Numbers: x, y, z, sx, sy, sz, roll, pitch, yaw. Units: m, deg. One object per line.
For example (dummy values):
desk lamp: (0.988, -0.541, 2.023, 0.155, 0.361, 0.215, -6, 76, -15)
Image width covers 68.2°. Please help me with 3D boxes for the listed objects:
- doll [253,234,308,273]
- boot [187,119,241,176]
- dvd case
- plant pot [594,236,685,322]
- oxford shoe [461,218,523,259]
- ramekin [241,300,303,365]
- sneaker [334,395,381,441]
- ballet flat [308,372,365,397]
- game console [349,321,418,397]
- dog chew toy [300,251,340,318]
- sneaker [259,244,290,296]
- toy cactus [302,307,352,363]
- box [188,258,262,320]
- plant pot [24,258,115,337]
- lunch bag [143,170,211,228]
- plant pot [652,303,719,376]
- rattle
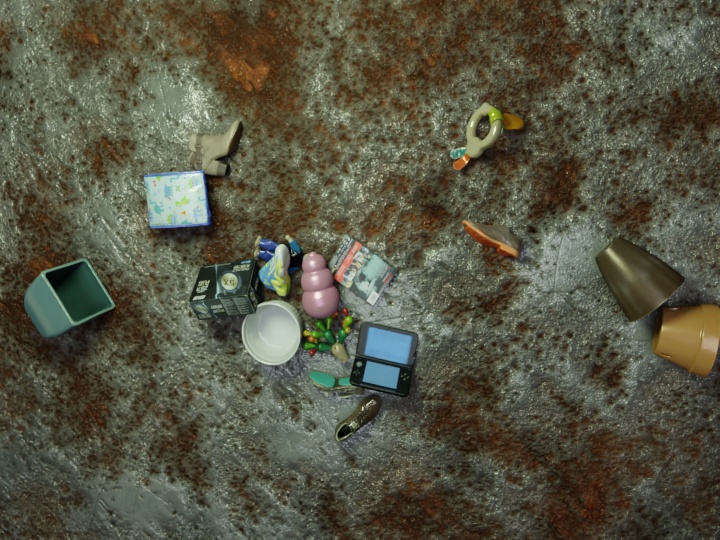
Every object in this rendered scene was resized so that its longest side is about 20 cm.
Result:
doll: (-0.243, -0.055, 1.714, 0.194, 0.049, 0.140, 16, 120, 3)
boot: (-0.468, -0.400, 1.685, 0.143, 0.070, 0.205, 23, 101, 6)
dvd case: (0.000, 0.000, 1.707, 0.198, 0.022, 0.148, 34, 102, 3)
plant pot: (0.781, 0.009, 1.534, 0.187, 0.186, 0.201, -44, 77, 12)
oxford shoe: (0.401, -0.113, 1.618, 0.197, 0.071, 0.074, 30, 82, -2)
ramekin: (-0.277, 0.194, 1.734, 0.194, 0.105, 0.207, 1, 100, 8)
sneaker: (-0.007, 0.499, 1.760, 0.071, 0.076, 0.200, 45, 102, -1)
ballet flat: (-0.079, 0.387, 1.763, 0.193, 0.068, 0.077, 4, 116, 5)
game console: (0.075, 0.283, 1.698, 0.194, 0.178, 0.119, 11, 129, 6)
dog chew toy: (-0.133, 0.044, 1.675, 0.121, 0.125, 0.206, -8, 103, 9)
sneaker: (-0.278, -0.003, 1.683, 0.102, 0.077, 0.204, 13, 131, 9)
toy cactus: (-0.090, 0.228, 1.729, 0.198, 0.102, 0.167, -35, 103, 3)
box: (-0.424, 0.060, 1.695, 0.194, 0.167, 0.088, -7, 133, 9)
plant pot: (-0.997, 0.113, 1.786, 0.197, 0.196, 0.199, -31, 94, 21)
lunch bag: (-0.571, -0.227, 1.695, 0.194, 0.127, 0.176, -1, 102, 20)
plant pot: (0.929, 0.189, 1.532, 0.136, 0.199, 0.207, 10, 101, 23)
rattle: (0.373, -0.384, 1.589, 0.130, 0.141, 0.204, 42, 121, 32)
